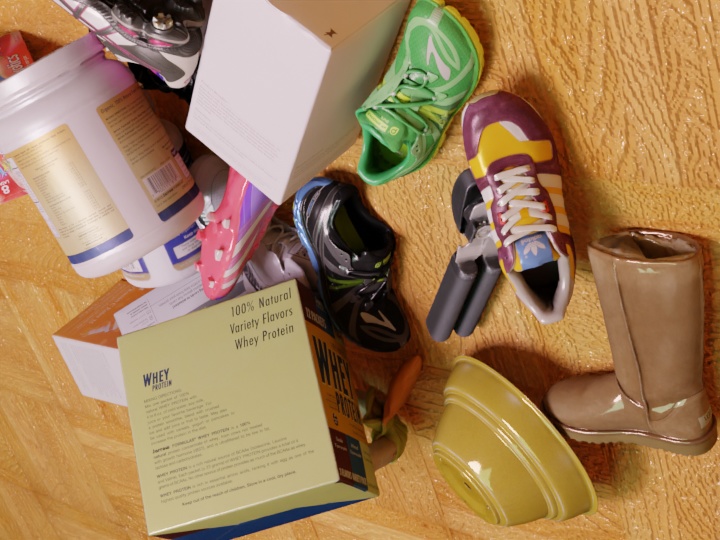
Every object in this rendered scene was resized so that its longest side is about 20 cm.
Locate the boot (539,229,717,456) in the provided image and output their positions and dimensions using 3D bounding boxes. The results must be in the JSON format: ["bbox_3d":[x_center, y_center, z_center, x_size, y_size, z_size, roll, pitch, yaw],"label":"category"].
[{"bbox_3d":[0.222,0.056,1.111,0.174,0.066,0.201,4,126,32],"label":"boot"}]

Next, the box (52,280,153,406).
[{"bbox_3d":[-0.255,0.094,1.567,0.199,0.124,0.098,7,128,41],"label":"box"}]

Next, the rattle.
[{"bbox_3d":[-0.040,0.125,1.392,0.200,0.130,0.143,33,144,29],"label":"rattle"}]

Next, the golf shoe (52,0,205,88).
[{"bbox_3d":[-0.223,-0.227,1.108,0.200,0.077,0.088,35,148,16],"label":"golf shoe"}]

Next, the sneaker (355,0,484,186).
[{"bbox_3d":[0.045,-0.141,1.079,0.074,0.084,0.200,36,142,15],"label":"sneaker"}]

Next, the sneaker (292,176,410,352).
[{"bbox_3d":[0.000,-0.001,1.267,0.083,0.071,0.200,3,124,47],"label":"sneaker"}]

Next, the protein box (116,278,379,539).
[{"bbox_3d":[-0.110,0.145,1.274,0.135,0.198,0.201,43,-148,-67],"label":"protein box"}]

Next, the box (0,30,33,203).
[{"bbox_3d":[-0.384,-0.169,1.404,0.200,0.094,0.103,-127,19,-52],"label":"box"}]

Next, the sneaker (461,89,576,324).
[{"bbox_3d":[0.136,-0.051,1.051,0.075,0.090,0.200,-19,123,12],"label":"sneaker"}]

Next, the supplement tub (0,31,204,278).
[{"bbox_3d":[-0.254,-0.110,1.224,0.144,0.144,0.201,-11,113,49],"label":"supplement tub"}]

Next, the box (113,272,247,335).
[{"bbox_3d":[-0.163,0.096,1.402,0.201,0.156,0.041,63,-171,21],"label":"box"}]

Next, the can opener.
[{"bbox_3d":[0.102,-0.011,1.185,0.200,0.052,0.067,104,151,-47],"label":"can opener"}]

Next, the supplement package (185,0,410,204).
[{"bbox_3d":[-0.056,-0.181,1.112,0.121,0.120,0.200,40,144,11],"label":"supplement package"}]

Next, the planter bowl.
[{"bbox_3d":[0.129,0.185,1.246,0.200,0.083,0.201,46,164,17],"label":"planter bowl"}]

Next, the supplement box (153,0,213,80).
[{"bbox_3d":[-0.213,-0.289,1.184,0.200,0.103,0.101,40,143,7],"label":"supplement box"}]

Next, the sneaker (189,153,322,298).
[{"bbox_3d":[-0.091,-0.038,1.325,0.115,0.075,0.200,-3,126,45],"label":"sneaker"}]

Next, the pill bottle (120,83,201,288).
[{"bbox_3d":[-0.233,-0.094,1.373,0.119,0.120,0.201,8,129,41],"label":"pill bottle"}]

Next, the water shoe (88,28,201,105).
[{"bbox_3d":[-0.184,-0.192,1.265,0.200,0.079,0.072,44,144,4],"label":"water shoe"}]

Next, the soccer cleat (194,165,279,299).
[{"bbox_3d":[-0.105,-0.060,1.253,0.067,0.076,0.201,42,122,52],"label":"soccer cleat"}]
